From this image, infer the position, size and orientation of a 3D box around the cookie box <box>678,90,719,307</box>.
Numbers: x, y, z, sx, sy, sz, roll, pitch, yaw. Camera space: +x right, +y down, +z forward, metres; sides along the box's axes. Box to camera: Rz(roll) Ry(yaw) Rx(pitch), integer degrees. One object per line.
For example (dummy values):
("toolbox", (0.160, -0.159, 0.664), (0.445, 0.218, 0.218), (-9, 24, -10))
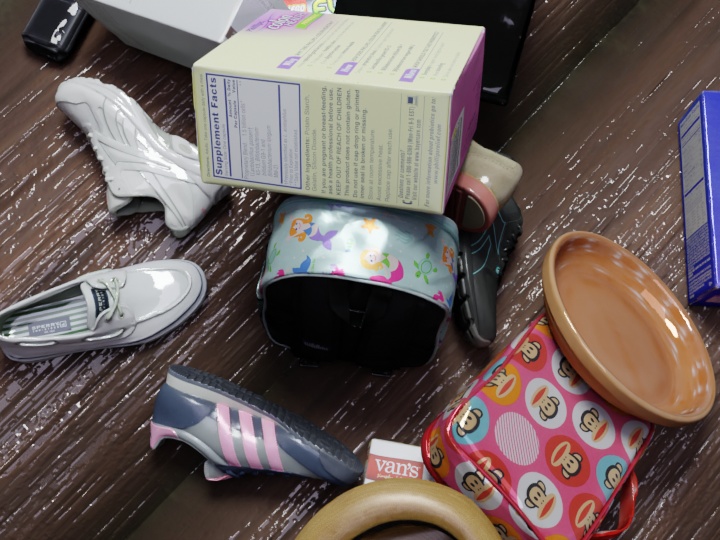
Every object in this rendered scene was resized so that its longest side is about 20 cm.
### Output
("cookie box", (0.411, -0.067, 0.849), (0.168, 0.075, 0.203), (4, 74, -1))

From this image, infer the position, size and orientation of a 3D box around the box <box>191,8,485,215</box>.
("box", (-0.010, -0.138, 0.703), (0.197, 0.098, 0.176), (9, 32, 11))

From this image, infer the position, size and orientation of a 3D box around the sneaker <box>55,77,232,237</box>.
("sneaker", (-0.227, -0.107, 0.832), (0.199, 0.078, 0.100), (35, 79, 8))

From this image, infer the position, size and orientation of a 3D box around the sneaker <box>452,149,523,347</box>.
("sneaker", (0.121, -0.028, 0.825), (0.078, 0.075, 0.203), (-2, 75, -6))

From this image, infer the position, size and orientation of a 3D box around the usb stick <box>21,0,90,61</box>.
("usb stick", (-0.291, -0.312, 0.907), (0.055, 0.033, 0.202), (19, 74, 10))

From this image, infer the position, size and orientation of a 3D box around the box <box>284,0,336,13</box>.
("box", (0.020, -0.229, 0.865), (0.197, 0.035, 0.112), (-7, 76, -4))

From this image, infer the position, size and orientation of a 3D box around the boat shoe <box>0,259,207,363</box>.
("boat shoe", (-0.238, 0.038, 0.793), (0.198, 0.067, 0.074), (-22, 77, -9))

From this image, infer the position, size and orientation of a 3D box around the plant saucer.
("plant saucer", (0.237, 0.054, 0.781), (0.198, 0.037, 0.202), (24, 42, -24))

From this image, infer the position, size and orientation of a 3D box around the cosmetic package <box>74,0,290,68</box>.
("cosmetic package", (-0.167, -0.249, 0.822), (0.198, 0.113, 0.082), (22, 84, 21))

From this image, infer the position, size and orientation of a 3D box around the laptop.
("laptop", (0.080, -0.288, 0.860), (0.185, 0.116, 0.203), (14, 104, 2))

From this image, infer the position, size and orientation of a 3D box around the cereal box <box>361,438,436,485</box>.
("cereal box", (0.060, 0.261, 0.759), (0.142, 0.040, 0.203), (10, 74, 0))

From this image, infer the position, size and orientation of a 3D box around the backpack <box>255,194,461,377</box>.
("backpack", (0.000, 0.000, 0.746), (0.175, 0.200, 0.153), (9, 74, 1))

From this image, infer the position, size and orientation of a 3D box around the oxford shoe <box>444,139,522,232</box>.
("oxford shoe", (0.060, -0.105, 0.806), (0.199, 0.071, 0.075), (33, 62, 28))

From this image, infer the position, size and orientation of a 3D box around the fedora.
("fedora", (0.028, 0.267, 0.693), (0.197, 0.082, 0.204), (-1, 77, 4))

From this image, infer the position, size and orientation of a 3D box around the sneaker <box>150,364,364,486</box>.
("sneaker", (-0.096, 0.160, 0.775), (0.198, 0.070, 0.083), (25, 91, 7))

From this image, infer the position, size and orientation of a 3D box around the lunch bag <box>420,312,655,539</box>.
("lunch bag", (0.167, 0.151, 0.743), (0.176, 0.082, 0.199), (47, 53, 9))
